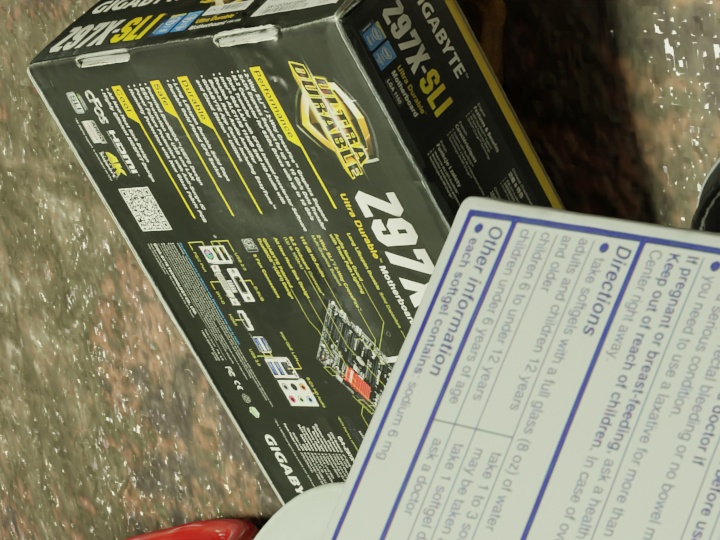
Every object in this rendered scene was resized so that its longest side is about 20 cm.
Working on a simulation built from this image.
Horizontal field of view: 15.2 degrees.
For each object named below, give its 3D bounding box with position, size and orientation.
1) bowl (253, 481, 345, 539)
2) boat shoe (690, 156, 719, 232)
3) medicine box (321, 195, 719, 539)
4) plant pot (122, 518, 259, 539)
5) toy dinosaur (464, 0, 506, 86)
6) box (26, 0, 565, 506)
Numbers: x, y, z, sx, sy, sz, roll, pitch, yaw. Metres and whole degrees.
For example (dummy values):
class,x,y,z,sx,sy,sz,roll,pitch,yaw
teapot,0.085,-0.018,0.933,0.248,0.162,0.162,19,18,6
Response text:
class,x,y,z,sx,sy,sz,roll,pitch,yaw
bowl,0.023,0.171,0.842,0.201,0.090,0.203,-26,59,56
boat shoe,0.135,-0.011,0.677,0.200,0.066,0.070,1,104,60
medicine box,0.088,0.094,0.641,0.199,0.103,0.183,11,71,43
plant pot,-0.108,0.217,1.085,0.200,0.199,0.184,-9,100,61
toy dinosaur,0.023,-0.105,0.836,0.200,0.060,0.107,0,102,60
box,0.000,0.000,0.844,0.159,0.049,0.201,-4,122,49
